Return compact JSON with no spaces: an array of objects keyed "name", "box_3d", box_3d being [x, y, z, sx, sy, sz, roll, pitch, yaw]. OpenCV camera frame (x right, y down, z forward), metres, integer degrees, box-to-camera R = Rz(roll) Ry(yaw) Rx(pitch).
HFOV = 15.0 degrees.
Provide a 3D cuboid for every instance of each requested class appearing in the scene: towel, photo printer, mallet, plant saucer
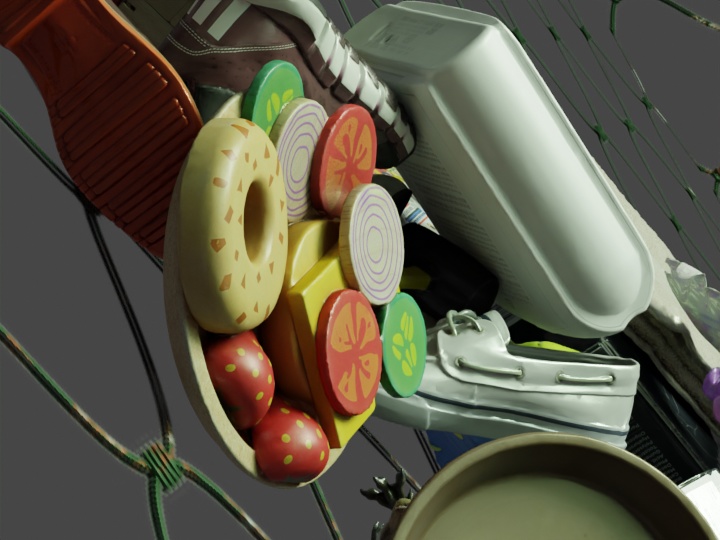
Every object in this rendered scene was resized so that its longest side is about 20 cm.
[{"name":"towel","box_3d":[0.188,0.017,1.721,0.200,0.034,0.133,45,20,-42]},{"name":"photo printer","box_3d":[0.078,-0.051,1.526,0.200,0.069,0.166,56,-12,-19]},{"name":"mallet","box_3d":[0.000,0.000,1.466,0.066,0.041,0.200,37,17,30]},{"name":"plant saucer","box_3d":[0.095,0.178,1.324,0.201,0.200,0.029,58,-27,3]}]

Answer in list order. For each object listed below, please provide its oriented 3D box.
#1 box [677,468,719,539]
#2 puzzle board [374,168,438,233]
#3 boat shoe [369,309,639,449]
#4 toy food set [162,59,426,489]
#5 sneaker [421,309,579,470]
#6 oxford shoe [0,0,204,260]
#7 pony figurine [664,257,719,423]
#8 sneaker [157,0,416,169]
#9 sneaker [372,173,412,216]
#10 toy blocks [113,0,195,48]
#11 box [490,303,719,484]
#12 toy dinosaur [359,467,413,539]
[{"name":"box","box_3d":[0.199,0.232,1.562,0.051,0.158,0.201,-23,78,-33]},{"name":"puzzle board","box_3d":[0.003,-0.055,1.667,0.150,0.017,0.200,34,14,3]},{"name":"boat shoe","box_3d":[0.057,0.051,1.466,0.199,0.067,0.074,14,8,-26]},{"name":"toy food set","box_3d":[-0.032,0.003,1.308,0.198,0.048,0.201,-46,127,-55]},{"name":"sneaker","box_3d":[0.051,0.076,1.576,0.199,0.105,0.076,24,25,-7]},{"name":"oxford shoe","box_3d":[-0.123,-0.093,1.333,0.201,0.071,0.073,58,8,1]},{"name":"pony figurine","box_3d":[0.258,0.084,1.622,0.201,0.166,0.193,-69,154,-19]},{"name":"sneaker","box_3d":[-0.054,-0.083,1.418,0.076,0.116,0.200,43,-2,36]},{"name":"sneaker","box_3d":[-0.051,-0.030,1.476,0.092,0.076,0.200,33,17,15]},{"name":"toy blocks","box_3d":[-0.108,-0.170,1.538,0.137,0.100,0.200,43,18,-8]},{"name":"box","box_3d":[0.143,0.083,1.743,0.197,0.124,0.200,48,17,-29]},{"name":"toy dinosaur","box_3d":[0.043,0.154,1.419,0.200,0.047,0.088,48,22,-49]}]
